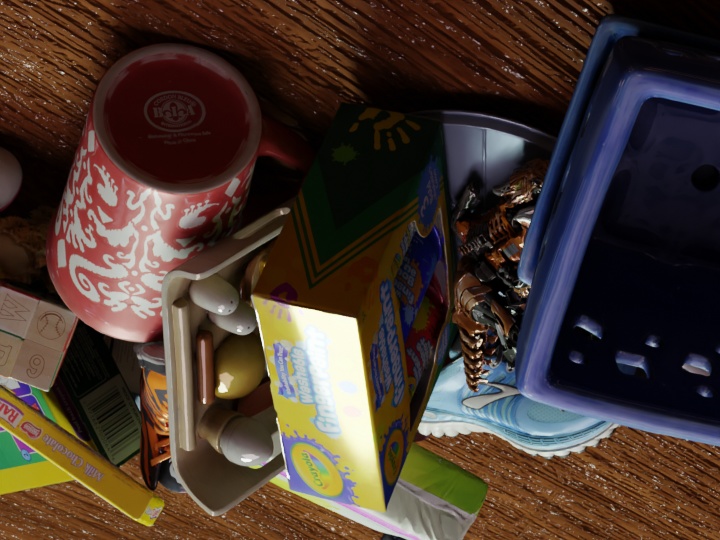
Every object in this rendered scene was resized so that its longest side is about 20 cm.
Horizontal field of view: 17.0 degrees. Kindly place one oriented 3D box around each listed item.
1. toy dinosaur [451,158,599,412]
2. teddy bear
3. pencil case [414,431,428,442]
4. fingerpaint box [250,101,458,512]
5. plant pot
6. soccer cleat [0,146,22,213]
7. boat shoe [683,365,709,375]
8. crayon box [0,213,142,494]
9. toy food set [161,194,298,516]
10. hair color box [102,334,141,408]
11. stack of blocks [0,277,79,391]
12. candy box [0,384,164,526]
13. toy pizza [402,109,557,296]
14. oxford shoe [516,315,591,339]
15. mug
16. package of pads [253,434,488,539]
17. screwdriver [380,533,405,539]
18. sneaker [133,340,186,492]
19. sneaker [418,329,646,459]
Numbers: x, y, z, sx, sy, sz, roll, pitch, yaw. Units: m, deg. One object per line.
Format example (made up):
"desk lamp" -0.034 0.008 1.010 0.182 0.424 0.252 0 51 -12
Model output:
"toy dinosaur" 0.109 0.011 1.552 0.136 0.102 0.200 39 162 14
"teddy bear" -0.184 -0.005 1.747 0.145 0.067 0.199 19 180 45
"pencil case" 0.014 0.072 1.821 0.087 0.088 0.200 5 165 16
"fingerpaint box" 0.003 0.025 1.529 0.073 0.167 0.201 12 141 16
"plant pot" 0.198 -0.028 1.346 0.199 0.201 0.180 14 -160 -7
"soccer cleat" -0.338 -0.072 1.699 0.199 0.070 0.086 3 156 21
"boat shoe" 0.167 0.075 1.799 0.198 0.068 0.074 17 157 -14
"crayon box" -0.270 0.068 1.872 0.172 0.058 0.201 -14 106 48
"toy food set" -0.057 0.049 1.589 0.060 0.143 0.201 29 135 32
"hair color box" -0.113 0.097 1.934 0.199 0.100 0.061 18 139 -14
"stack of blocks" -0.299 0.020 1.696 0.199 0.059 0.115 21 180 -6
"candy box" -0.232 0.120 1.759 0.200 0.026 0.102 35 176 4
"toy pizza" 0.084 -0.043 1.577 0.199 0.032 0.201 13 145 10
"oxford shoe" 0.138 0.015 1.685 0.084 0.073 0.200 34 141 -26
"mug" -0.117 -0.066 1.584 0.133 0.177 0.200 46 155 11
"package of pads" -0.023 0.139 1.812 0.199 0.068 0.154 29 171 -20
"screwdriver" 0.025 0.291 2.442 0.028 0.029 0.200 12 161 -2
"sneaker" -0.118 0.101 1.699 0.077 0.113 0.200 -4 179 -7
"sneaker" 0.100 0.071 1.656 0.199 0.079 0.090 0 134 30
